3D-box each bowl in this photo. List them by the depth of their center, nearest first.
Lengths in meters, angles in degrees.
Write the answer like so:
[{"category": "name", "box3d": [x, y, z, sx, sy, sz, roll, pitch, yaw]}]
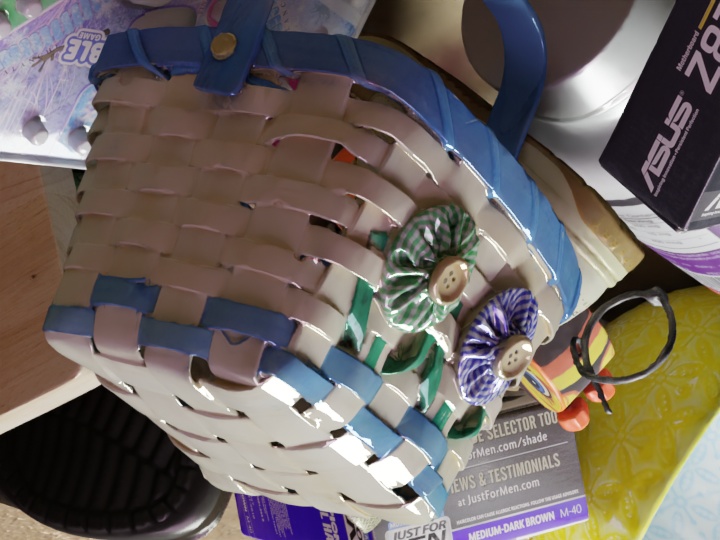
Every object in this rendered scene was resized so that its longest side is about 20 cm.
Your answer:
[{"category": "bowl", "box3d": [0.138, 0.081, 1.149, 0.107, 0.200, 0.201, 32, 159, 22]}]

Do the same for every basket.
[{"category": "basket", "box3d": [-0.001, -0.031, 0.730, 0.138, 0.201, 0.176, 3, 157, 30]}]

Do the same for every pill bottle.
[{"category": "pill bottle", "box3d": [0.129, -0.067, 0.914, 0.111, 0.112, 0.200, -25, 145, 29]}]

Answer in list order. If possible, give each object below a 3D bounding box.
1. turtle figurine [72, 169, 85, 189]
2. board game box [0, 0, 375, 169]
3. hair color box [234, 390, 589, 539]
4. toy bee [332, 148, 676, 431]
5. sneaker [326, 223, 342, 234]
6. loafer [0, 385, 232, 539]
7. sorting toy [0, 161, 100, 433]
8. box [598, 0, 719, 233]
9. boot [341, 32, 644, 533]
[{"category": "turtle figurine", "box3d": [-0.104, -0.015, 0.972, 0.149, 0.101, 0.200, -3, 162, -32]}, {"category": "board game box", "box3d": [-0.052, -0.112, 0.726, 0.199, 0.026, 0.201, 3, 122, -45]}, {"category": "hair color box", "box3d": [0.016, 0.097, 1.113, 0.109, 0.065, 0.200, -12, -178, -20]}, {"category": "toy bee", "box3d": [0.060, 0.024, 0.978, 0.130, 0.201, 0.109, -30, 137, 4]}, {"category": "sneaker", "box3d": [0.016, 0.010, 1.066, 0.199, 0.077, 0.082, -28, 137, 32]}, {"category": "loafer", "box3d": [-0.113, 0.065, 0.906, 0.199, 0.073, 0.071, 13, 170, 44]}, {"category": "sorting toy", "box3d": [-0.175, -0.016, 0.877, 0.199, 0.200, 0.069, -25, 160, 30]}, {"category": "box", "box3d": [0.187, -0.100, 0.802, 0.199, 0.049, 0.162, -12, 137, -45]}, {"category": "boot", "box3d": [0.000, 0.000, 0.875, 0.155, 0.200, 0.072, -48, 127, -1]}]
